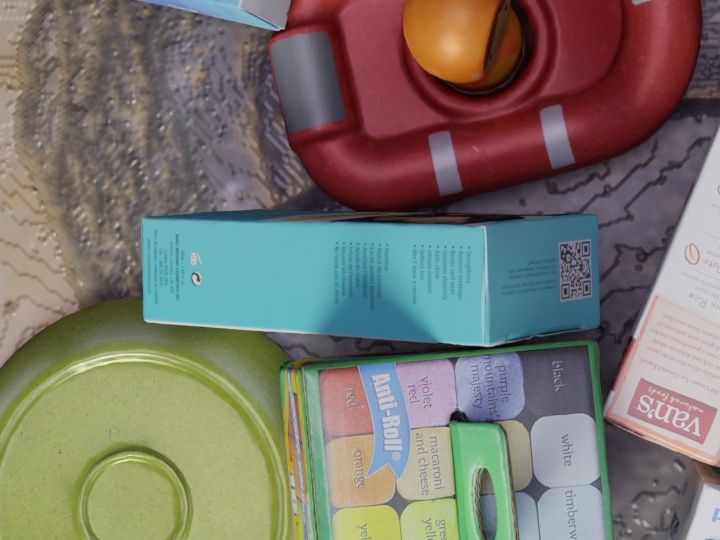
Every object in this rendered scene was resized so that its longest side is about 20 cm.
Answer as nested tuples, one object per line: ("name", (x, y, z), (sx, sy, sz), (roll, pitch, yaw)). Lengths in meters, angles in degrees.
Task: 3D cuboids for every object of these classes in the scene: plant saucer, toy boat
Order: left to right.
("plant saucer", (-0.105, 0.113, 0.954), (0.198, 0.031, 0.202), (0, 88, 9))
("toy boat", (0.052, -0.104, 0.886), (0.198, 0.131, 0.132), (-14, 86, 8))

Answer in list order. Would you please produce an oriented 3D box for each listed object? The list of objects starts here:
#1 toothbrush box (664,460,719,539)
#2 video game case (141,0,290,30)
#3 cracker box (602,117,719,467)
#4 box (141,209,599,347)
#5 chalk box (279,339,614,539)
("toothbrush box", (0.151, 0.192, 0.853), (0.085, 0.146, 0.201), (20, 92, 8))
("video game case", (-0.105, -0.221, 0.929), (0.199, 0.045, 0.183), (15, 91, 27))
("cracker box", (0.167, -0.020, 0.863), (0.057, 0.134, 0.201), (22, 91, 9))
("box", (0.000, 0.000, 0.867), (0.199, 0.082, 0.050), (2, 95, 41))
("chalk box", (0.035, 0.094, 0.836), (0.123, 0.200, 0.126), (-4, 87, -5))
